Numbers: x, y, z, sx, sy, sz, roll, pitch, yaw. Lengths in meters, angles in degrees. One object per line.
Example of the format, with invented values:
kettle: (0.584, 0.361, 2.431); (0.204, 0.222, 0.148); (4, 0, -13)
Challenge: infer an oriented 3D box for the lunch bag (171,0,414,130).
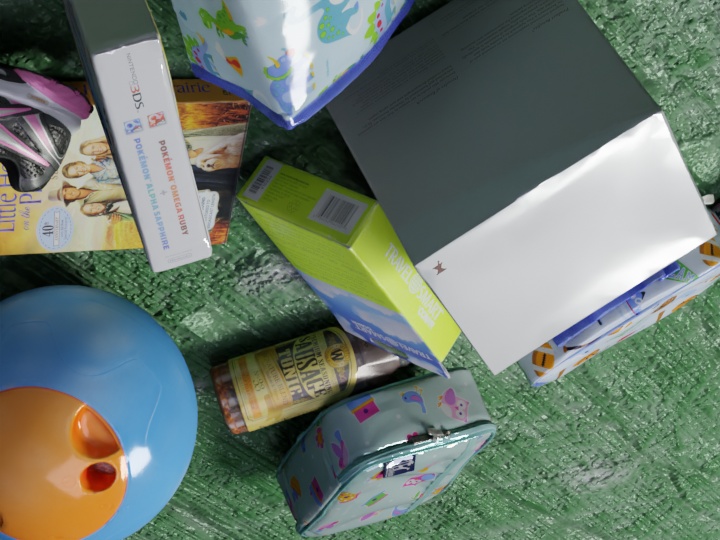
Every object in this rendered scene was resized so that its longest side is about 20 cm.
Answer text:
lunch bag: (-0.029, -0.223, 1.054); (0.200, 0.127, 0.170); (-41, 143, -20)

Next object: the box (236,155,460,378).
box: (0.000, 0.000, 1.297); (0.048, 0.122, 0.200); (-55, 142, -14)

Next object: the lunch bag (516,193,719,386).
lunch bag: (0.205, 0.012, 1.330); (0.200, 0.076, 0.160); (-36, 171, 17)

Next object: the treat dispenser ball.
treat dispenser ball: (-0.223, 0.112, 1.276); (0.200, 0.201, 0.201); (-11, 138, -10)

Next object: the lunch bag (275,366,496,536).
lunch bag: (0.025, 0.161, 1.473); (0.160, 0.077, 0.200); (-10, 157, -26)

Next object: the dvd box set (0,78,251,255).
dvd box set: (-0.186, -0.074, 1.219); (0.199, 0.029, 0.147); (-3, 136, -19)

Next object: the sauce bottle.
sauce bottle: (-0.025, 0.079, 1.421); (0.199, 0.066, 0.066); (-20, 139, -3)

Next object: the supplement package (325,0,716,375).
supplement package: (0.108, -0.078, 1.185); (0.191, 0.200, 0.147); (-32, 137, 5)

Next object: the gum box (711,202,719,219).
gum box: (0.402, -0.021, 1.473); (0.113, 0.066, 0.200); (-42, 134, 22)

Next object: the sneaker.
sneaker: (-0.273, -0.105, 1.079); (0.199, 0.080, 0.087); (20, 90, -23)

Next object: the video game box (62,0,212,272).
video game box: (-0.149, -0.130, 1.043); (0.047, 0.200, 0.183); (-16, 138, -10)
